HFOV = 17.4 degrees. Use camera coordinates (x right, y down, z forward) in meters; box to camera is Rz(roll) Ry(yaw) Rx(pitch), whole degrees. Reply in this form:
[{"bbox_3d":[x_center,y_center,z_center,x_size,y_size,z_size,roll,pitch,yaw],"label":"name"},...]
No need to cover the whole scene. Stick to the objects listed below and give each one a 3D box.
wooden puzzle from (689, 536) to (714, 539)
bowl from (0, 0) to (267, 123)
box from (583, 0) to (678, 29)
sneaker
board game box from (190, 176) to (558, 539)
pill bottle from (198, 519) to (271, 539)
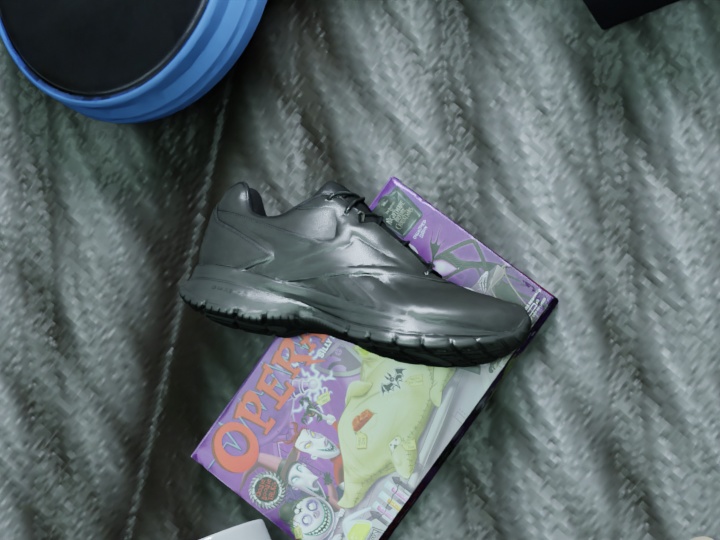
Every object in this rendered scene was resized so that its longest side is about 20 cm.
[{"bbox_3d":[0.166,0.276,1.294,0.184,0.037,0.201,-32,76,8],"label":"wooden puzzle"},{"bbox_3d":[-0.136,-0.186,1.343,0.199,0.039,0.203,-3,85,35],"label":"bowl"},{"bbox_3d":[0.177,-0.263,1.290,0.181,0.104,0.202,-20,82,9],"label":"box"},{"bbox_3d":[0.000,0.000,1.301,0.198,0.076,0.092,12,81,11],"label":"sneaker"},{"bbox_3d":[0.008,0.062,1.343,0.120,0.032,0.201,36,94,16],"label":"board game box"},{"bbox_3d":[-0.056,0.246,1.300,0.111,0.111,0.201,-23,82,9],"label":"pill bottle"}]
